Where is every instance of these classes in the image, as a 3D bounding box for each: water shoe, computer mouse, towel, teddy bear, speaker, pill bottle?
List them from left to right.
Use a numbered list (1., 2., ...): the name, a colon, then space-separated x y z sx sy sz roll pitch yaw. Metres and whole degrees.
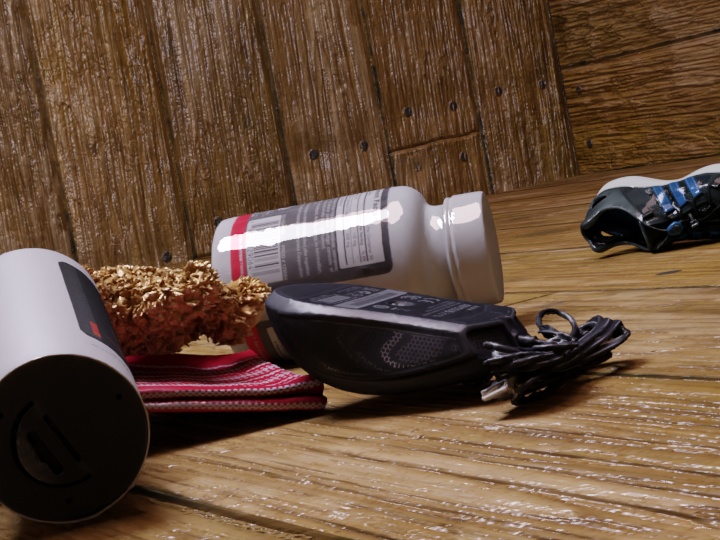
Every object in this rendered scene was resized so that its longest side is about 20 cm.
1. speaker: -0.156 0.051 0.784 0.080 0.082 0.200 -12 17 -12
2. teddy bear: -0.147 0.020 1.006 0.199 0.067 0.145 -3 2 -33
3. towel: -0.110 0.066 0.968 0.143 0.023 0.200 0 1 -15
4. pill bottle: 0.000 0.000 1.154 0.198 0.112 0.111 -10 4 11
5. computer mouse: 0.034 0.046 0.865 0.199 0.053 0.138 9 11 30
6. water shoe: 0.294 -0.045 1.455 0.199 0.072 0.079 -5 35 47

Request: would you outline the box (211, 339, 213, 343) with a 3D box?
1. box: -0.024 0.018 1.442 0.198 0.045 0.160 -10 4 14
